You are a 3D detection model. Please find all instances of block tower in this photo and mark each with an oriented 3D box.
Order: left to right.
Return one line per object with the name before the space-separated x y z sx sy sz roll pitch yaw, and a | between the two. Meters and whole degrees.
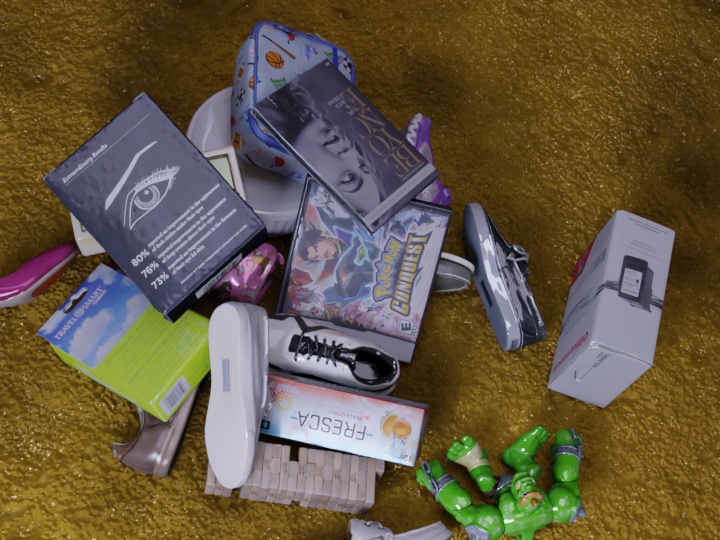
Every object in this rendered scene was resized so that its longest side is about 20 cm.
block tower | -0.075 0.235 1.326 0.198 0.054 0.058 7 62 -8

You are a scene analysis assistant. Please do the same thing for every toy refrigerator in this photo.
toy refrigerator | -0.236 -0.082 1.359 0.198 0.070 0.076 -12 75 -9

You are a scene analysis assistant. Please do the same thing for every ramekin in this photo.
ramekin | -0.126 -0.133 1.489 0.201 0.094 0.204 5 62 -10

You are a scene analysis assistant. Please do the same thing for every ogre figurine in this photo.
ogre figurine | 0.179 0.252 1.353 0.199 0.098 0.120 4 42 -27

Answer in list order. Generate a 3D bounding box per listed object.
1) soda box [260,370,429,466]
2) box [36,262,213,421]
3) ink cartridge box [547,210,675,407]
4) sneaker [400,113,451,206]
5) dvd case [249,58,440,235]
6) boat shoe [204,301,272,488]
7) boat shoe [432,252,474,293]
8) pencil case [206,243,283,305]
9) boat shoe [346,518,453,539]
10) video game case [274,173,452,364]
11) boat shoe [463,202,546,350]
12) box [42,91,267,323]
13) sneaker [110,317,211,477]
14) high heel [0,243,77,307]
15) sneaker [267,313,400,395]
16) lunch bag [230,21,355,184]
soda box | -0.024 0.168 1.332 0.198 0.064 0.069 12 90 9
box | -0.261 0.079 1.334 0.199 0.048 0.122 24 62 32
ink cartridge box | 0.313 0.051 1.455 0.083 0.145 0.201 20 60 -3
sneaker | 0.078 -0.110 1.536 0.088 0.081 0.201 14 65 -12
dvd case | -0.015 -0.149 1.365 0.200 0.016 0.149 46 48 3
boat shoe | -0.128 0.135 1.282 0.068 0.072 0.202 2 82 -47
boat shoe | 0.043 0.012 1.462 0.200 0.072 0.061 4 59 -3
pencil case | -0.196 -0.025 1.425 0.199 0.087 0.083 26 29 2
boat shoe | 0.005 0.307 1.294 0.199 0.071 0.070 -15 68 -18
video game case | 0.000 0.000 1.408 0.179 0.201 0.026 13 16 -5
boat shoe | 0.187 0.002 1.494 0.068 0.074 0.201 -12 66 -13
box | -0.220 -0.066 1.268 0.148 0.104 0.200 -41 87 -9
sneaker | -0.222 0.134 1.339 0.075 0.071 0.201 17 59 -1
high heel | -0.432 0.007 1.360 0.200 0.067 0.096 -39 86 -23
sneaker | -0.042 0.094 1.372 0.199 0.080 0.074 15 77 -9
lunch bag | -0.076 -0.207 1.428 0.159 0.076 0.201 17 56 -24
